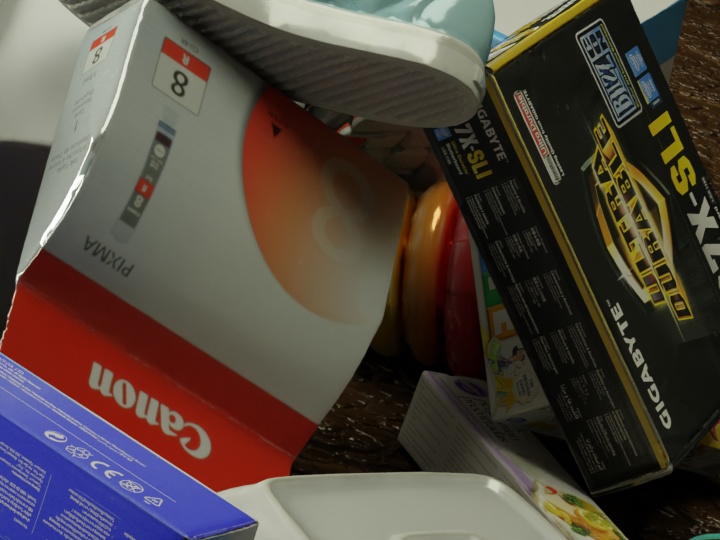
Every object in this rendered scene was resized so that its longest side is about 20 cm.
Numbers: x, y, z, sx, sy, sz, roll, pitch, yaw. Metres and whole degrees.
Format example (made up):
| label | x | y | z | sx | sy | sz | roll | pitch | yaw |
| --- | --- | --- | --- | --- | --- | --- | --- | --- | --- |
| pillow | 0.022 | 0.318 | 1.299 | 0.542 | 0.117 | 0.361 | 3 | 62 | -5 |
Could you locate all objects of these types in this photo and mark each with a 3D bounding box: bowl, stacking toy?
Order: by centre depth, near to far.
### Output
| label | x | y | z | sx | sy | sz | roll | pitch | yaw |
| --- | --- | --- | --- | --- | --- | --- | --- | --- | --- |
| bowl | 0.029 | 0.144 | 1.101 | 0.199 | 0.075 | 0.200 | 3 | 29 | -37 |
| stacking toy | 0.000 | 0.000 | 1.461 | 0.199 | 0.117 | 0.110 | 5 | -26 | 11 |

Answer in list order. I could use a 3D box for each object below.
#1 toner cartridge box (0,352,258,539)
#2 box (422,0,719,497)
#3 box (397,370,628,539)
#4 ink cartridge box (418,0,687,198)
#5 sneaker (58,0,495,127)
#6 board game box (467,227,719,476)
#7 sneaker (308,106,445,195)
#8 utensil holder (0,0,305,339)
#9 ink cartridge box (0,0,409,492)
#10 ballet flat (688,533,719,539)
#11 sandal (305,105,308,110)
| label | x | y | z | sx | sy | sz | roll | pitch | yaw |
| --- | --- | --- | --- | --- | --- | --- | --- | --- | --- |
| toner cartridge box | -0.136 | 0.090 | 1.070 | 0.200 | 0.095 | 0.043 | 31 | 22 | 29 |
| box | 0.114 | -0.019 | 1.326 | 0.049 | 0.201 | 0.160 | -20 | 8 | 31 |
| box | 0.077 | 0.110 | 1.294 | 0.039 | 0.042 | 0.200 | 11 | 20 | -29 |
| ink cartridge box | 0.080 | -0.072 | 1.585 | 0.128 | 0.201 | 0.125 | 29 | 39 | 27 |
| sneaker | -0.037 | -0.124 | 1.233 | 0.199 | 0.074 | 0.082 | 18 | 60 | -5 |
| board game box | 0.124 | 0.020 | 1.397 | 0.034 | 0.135 | 0.200 | -19 | -21 | 33 |
| sneaker | -0.005 | -0.075 | 1.500 | 0.077 | 0.082 | 0.200 | 7 | -22 | -22 |
| utensil holder | -0.112 | -0.076 | 1.332 | 0.169 | 0.170 | 0.201 | 18 | 52 | -1 |
| ink cartridge box | -0.064 | 0.009 | 1.183 | 0.162 | 0.050 | 0.201 | 34 | 48 | -31 |
| ballet flat | 0.222 | 0.172 | 1.217 | 0.199 | 0.067 | 0.071 | 19 | 58 | -12 |
| sandal | -0.062 | -0.089 | 1.546 | 0.055 | 0.082 | 0.200 | 39 | -4 | 4 |
